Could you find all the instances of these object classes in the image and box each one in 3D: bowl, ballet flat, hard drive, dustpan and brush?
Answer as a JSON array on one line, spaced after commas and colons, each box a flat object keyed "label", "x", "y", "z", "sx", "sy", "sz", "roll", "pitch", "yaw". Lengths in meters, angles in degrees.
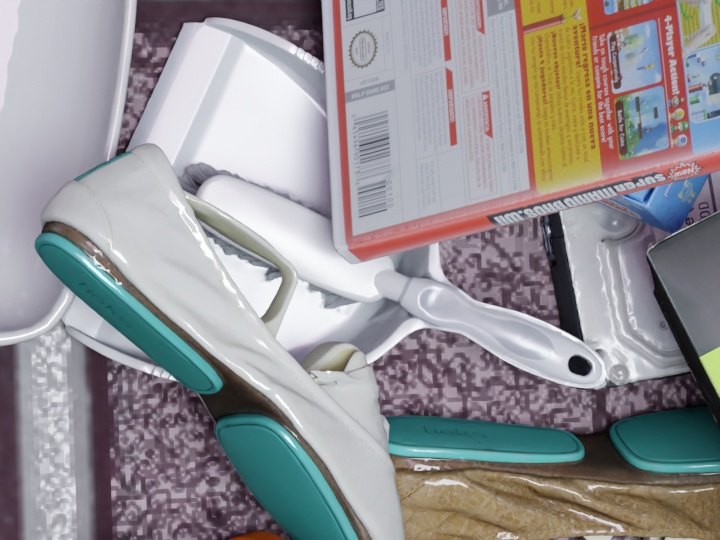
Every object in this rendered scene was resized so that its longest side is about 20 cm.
[{"label": "bowl", "x": -0.187, "y": -0.077, "z": 1.034, "sx": 0.199, "sy": 0.075, "sz": 0.200, "roll": 10, "pitch": 87, "yaw": -7}, {"label": "ballet flat", "x": 0.094, "y": 0.093, "z": 1.080, "sx": 0.199, "sy": 0.068, "sz": 0.073, "roll": -2, "pitch": 108, "yaw": -8}, {"label": "hard drive", "x": 0.170, "y": -0.037, "z": 1.105, "sx": 0.199, "sy": 0.038, "sz": 0.140, "roll": -10, "pitch": 89, "yaw": -8}, {"label": "dustpan and brush", "x": 0.000, "y": 0.000, "z": 1.065, "sx": 0.199, "sy": 0.057, "sz": 0.140, "roll": 25, "pitch": 84, "yaw": -7}, {"label": "ballet flat", "x": -0.034, "y": 0.034, "z": 1.015, "sx": 0.069, "sy": 0.069, "sz": 0.200, "roll": -43, "pitch": 109, "yaw": -8}]

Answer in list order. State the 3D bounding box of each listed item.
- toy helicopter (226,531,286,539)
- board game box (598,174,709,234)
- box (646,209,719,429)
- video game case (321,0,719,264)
[{"label": "toy helicopter", "x": -0.032, "y": 0.203, "z": 1.033, "sx": 0.132, "sy": 0.079, "sz": 0.201, "roll": 17, "pitch": 108, "yaw": 34}, {"label": "board game box", "x": 0.101, "y": -0.130, "z": 1.055, "sx": 0.151, "sy": 0.037, "sz": 0.200, "roll": 25, "pitch": 84, "yaw": 35}, {"label": "box", "x": 0.221, "y": 0.018, "z": 0.985, "sx": 0.200, "sy": 0.124, "sz": 0.149, "roll": -28, "pitch": 80, "yaw": 3}, {"label": "video game case", "x": 0.078, "y": -0.091, "z": 1.016, "sx": 0.199, "sy": 0.017, "sz": 0.143, "roll": -14, "pitch": 62, "yaw": 23}]
